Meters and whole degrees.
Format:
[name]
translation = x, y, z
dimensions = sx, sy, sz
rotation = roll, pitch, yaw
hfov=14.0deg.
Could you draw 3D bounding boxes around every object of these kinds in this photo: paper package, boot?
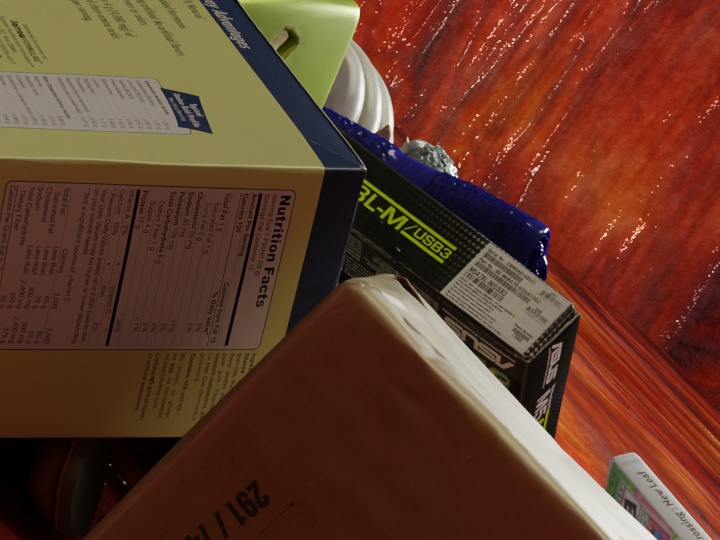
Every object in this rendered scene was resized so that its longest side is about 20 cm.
[paper package]
translation = 0.001, 0.130, 1.145
dimensions = 0.191, 0.200, 0.103
rotation = 45, 8, 12
[boot]
translation = -0.146, 0.065, 1.333
dimensions = 0.075, 0.074, 0.200
rotation = 15, 15, -7

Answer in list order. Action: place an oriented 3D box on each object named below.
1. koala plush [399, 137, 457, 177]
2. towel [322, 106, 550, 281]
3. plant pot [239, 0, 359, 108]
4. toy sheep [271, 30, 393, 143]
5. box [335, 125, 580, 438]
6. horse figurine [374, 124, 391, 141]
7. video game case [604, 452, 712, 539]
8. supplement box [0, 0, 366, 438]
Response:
[koala plush]
translation = 0.016, 0.026, 1.789
dimensions = 0.184, 0.200, 0.177
rotation = 37, 10, -38
[towel]
translation = 0.000, 0.000, 1.552
dimensions = 0.199, 0.148, 0.049
rotation = 29, 20, 23
[plant pot]
translation = -0.152, -0.097, 1.496
dimensions = 0.199, 0.201, 0.181
rotation = 32, 16, 26
[toy sheep]
translation = -0.045, -0.079, 1.697
dimensions = 0.138, 0.138, 0.200
rotation = 46, -7, 22
[box]
translation = 0.010, 0.026, 1.436
dimensions = 0.200, 0.048, 0.194
rotation = 37, -26, 20
[horse figurine]
translation = 0.003, 0.016, 1.621
dimensions = 0.201, 0.132, 0.050
rotation = 56, 10, -7
[video game case]
translation = 0.178, 0.234, 1.656
dimensions = 0.022, 0.201, 0.182
rotation = -11, 39, -26
[supplement box]
translation = -0.133, -0.034, 1.280
dimensions = 0.199, 0.135, 0.200
rotation = 2, 29, -25
